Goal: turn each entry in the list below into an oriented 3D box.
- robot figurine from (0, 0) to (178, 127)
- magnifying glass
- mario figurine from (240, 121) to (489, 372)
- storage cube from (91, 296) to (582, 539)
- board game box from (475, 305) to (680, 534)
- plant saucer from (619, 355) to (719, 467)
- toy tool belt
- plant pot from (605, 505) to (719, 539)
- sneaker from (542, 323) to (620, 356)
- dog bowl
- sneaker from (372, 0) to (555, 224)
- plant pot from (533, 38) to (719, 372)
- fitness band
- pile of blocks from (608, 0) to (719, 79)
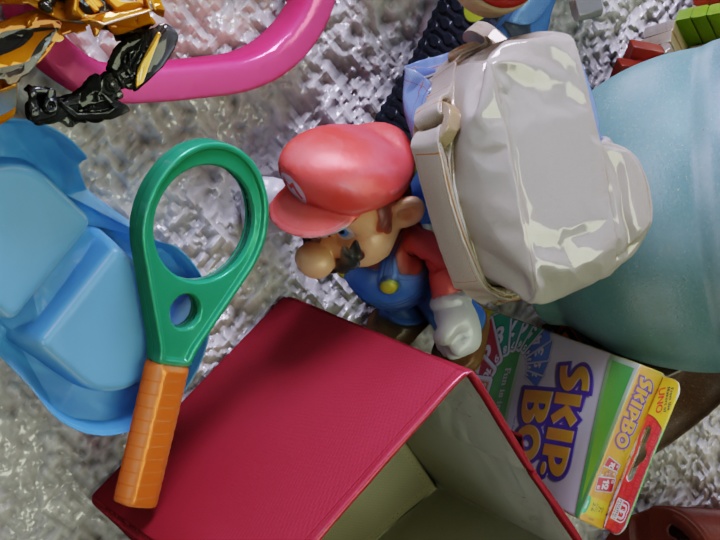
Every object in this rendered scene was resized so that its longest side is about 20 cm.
[{"bbox_3d":[-0.182,-0.127,0.780,0.199,0.058,0.146,-23,94,-16],"label":"robot figurine"},{"bbox_3d":[-0.099,0.029,0.884,0.079,0.022,0.202,9,95,-39],"label":"magnifying glass"},{"bbox_3d":[0.000,0.000,0.947,0.200,0.122,0.107,56,27,-47],"label":"mario figurine"},{"bbox_3d":[-0.010,0.148,0.945,0.200,0.179,0.171,-47,125,-18],"label":"storage cube"},{"bbox_3d":[0.113,0.087,1.007,0.030,0.200,0.096,22,89,-31],"label":"board game box"},{"bbox_3d":[0.169,0.099,1.103,0.199,0.037,0.201,-27,159,-11],"label":"plant saucer"},{"bbox_3d":[0.072,-0.080,0.898,0.124,0.123,0.202,-16,93,-22],"label":"toy tool belt"},{"bbox_3d":[0.281,0.257,1.202,0.194,0.200,0.203,14,94,-30],"label":"plant pot"},{"bbox_3d":[0.196,-0.018,1.134,0.078,0.075,0.201,30,91,-48],"label":"sneaker"},{"bbox_3d":[-0.165,0.002,0.869,0.112,0.049,0.200,-53,126,-14],"label":"dog bowl"},{"bbox_3d":[0.077,-0.119,0.991,0.078,0.066,0.201,23,104,-33],"label":"sneaker"},{"bbox_3d":[0.170,-0.032,0.998,0.200,0.133,0.202,-6,90,-71],"label":"plant pot"},{"bbox_3d":[-0.097,-0.164,0.882,0.199,0.037,0.145,-10,109,-34],"label":"fitness band"},{"bbox_3d":[0.211,-0.135,1.096,0.200,0.082,0.062,-49,126,-15],"label":"pile of blocks"}]
